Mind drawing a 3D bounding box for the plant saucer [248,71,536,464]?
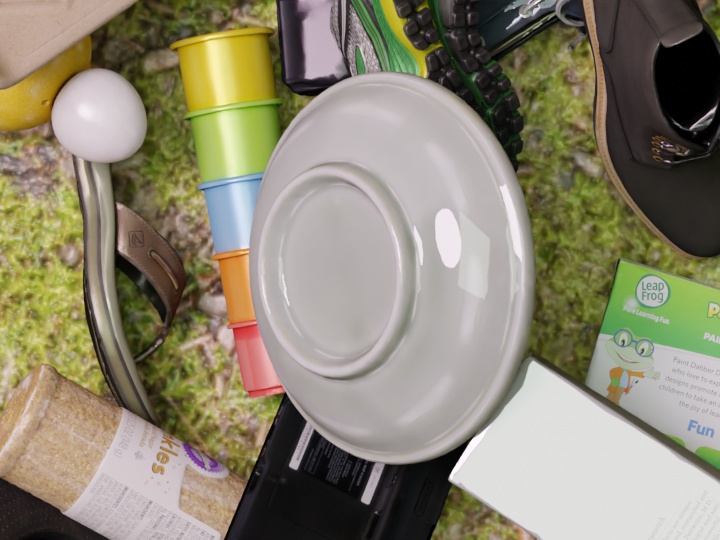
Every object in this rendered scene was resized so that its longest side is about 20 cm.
[{"bbox_3d":[0.000,0.000,1.289,0.199,0.050,0.202,5,96,45],"label":"plant saucer"}]

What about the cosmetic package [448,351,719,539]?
[{"bbox_3d":[0.149,0.127,1.311,0.199,0.113,0.081,32,92,8],"label":"cosmetic package"}]

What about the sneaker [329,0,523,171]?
[{"bbox_3d":[0.030,-0.109,1.350,0.078,0.085,0.201,-20,112,-31],"label":"sneaker"}]

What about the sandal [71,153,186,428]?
[{"bbox_3d":[-0.126,-0.009,1.405,0.057,0.080,0.203,-6,87,-8],"label":"sandal"}]

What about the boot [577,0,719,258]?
[{"bbox_3d":[0.165,-0.066,1.307,0.077,0.139,0.201,-24,120,3],"label":"boot"}]

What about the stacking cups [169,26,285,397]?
[{"bbox_3d":[-0.060,-0.032,1.411,0.060,0.061,0.202,-10,93,6],"label":"stacking cups"}]

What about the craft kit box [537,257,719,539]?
[{"bbox_3d":[0.206,0.115,1.381,0.199,0.049,0.199,18,93,6],"label":"craft kit box"}]

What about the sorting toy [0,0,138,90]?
[{"bbox_3d":[-0.176,-0.211,1.331,0.200,0.036,0.185,-37,88,-28],"label":"sorting toy"}]

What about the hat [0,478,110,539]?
[{"bbox_3d":[-0.179,0.207,1.390,0.081,0.200,0.202,-22,85,44],"label":"hat"}]

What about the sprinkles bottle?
[{"bbox_3d":[-0.103,0.125,1.370,0.199,0.068,0.069,30,92,-14],"label":"sprinkles bottle"}]

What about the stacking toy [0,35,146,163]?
[{"bbox_3d":[-0.192,-0.125,1.367,0.199,0.146,0.147,35,92,13],"label":"stacking toy"}]

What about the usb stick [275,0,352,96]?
[{"bbox_3d":[-0.024,-0.197,1.419,0.055,0.033,0.202,-5,88,13],"label":"usb stick"}]

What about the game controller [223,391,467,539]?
[{"bbox_3d":[-0.003,0.109,1.366,0.104,0.042,0.201,23,65,0],"label":"game controller"}]

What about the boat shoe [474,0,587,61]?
[{"bbox_3d":[0.109,-0.152,1.382,0.199,0.075,0.062,-24,85,6],"label":"boat shoe"}]
